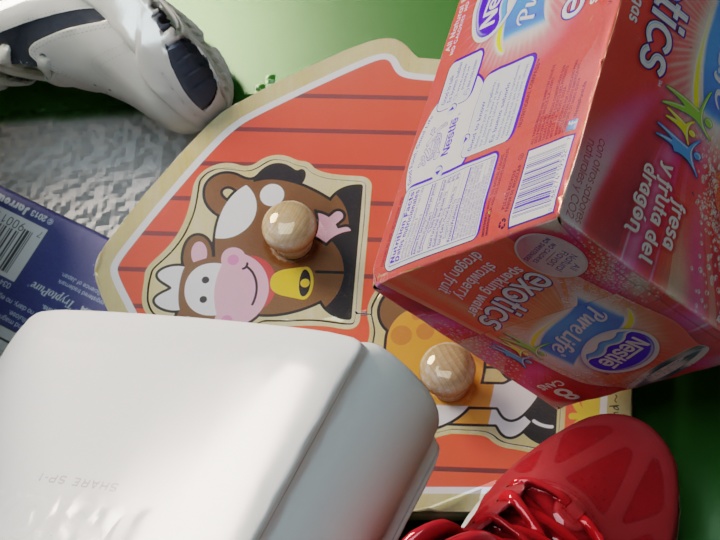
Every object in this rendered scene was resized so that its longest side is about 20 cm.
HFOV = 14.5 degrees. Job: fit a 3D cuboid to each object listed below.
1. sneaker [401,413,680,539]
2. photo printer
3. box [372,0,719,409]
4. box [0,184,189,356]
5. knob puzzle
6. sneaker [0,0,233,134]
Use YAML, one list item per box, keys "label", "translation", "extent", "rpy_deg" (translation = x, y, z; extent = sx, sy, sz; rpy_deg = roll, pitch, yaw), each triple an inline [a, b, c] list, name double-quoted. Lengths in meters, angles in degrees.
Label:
- label: "sneaker"
  translation: [0.056, 0.100, 0.892]
  extent: [0.078, 0.116, 0.200]
  rpy_deg: [31, 55, 9]
- label: "photo printer"
  translation: [-0.084, 0.109, 0.888]
  extent: [0.166, 0.069, 0.200]
  rpy_deg: [4, 54, 40]
- label: "box"
  translation: [0.091, -0.066, 0.975]
  extent: [0.103, 0.095, 0.200]
  rpy_deg: [-20, 44, 49]
- label: "box"
  translation: [-0.160, 0.067, 1.067]
  extent: [0.121, 0.032, 0.200]
  rpy_deg: [26, 75, 27]
- label: "knob puzzle"
  translation: [0.000, 0.000, 1.027]
  extent: [0.219, 0.030, 0.220]
  rpy_deg: [-3, 66, 6]
- label: "sneaker"
  translation: [-0.151, -0.083, 1.113]
  extent: [0.199, 0.079, 0.130]
  rpy_deg: [39, 94, 17]
